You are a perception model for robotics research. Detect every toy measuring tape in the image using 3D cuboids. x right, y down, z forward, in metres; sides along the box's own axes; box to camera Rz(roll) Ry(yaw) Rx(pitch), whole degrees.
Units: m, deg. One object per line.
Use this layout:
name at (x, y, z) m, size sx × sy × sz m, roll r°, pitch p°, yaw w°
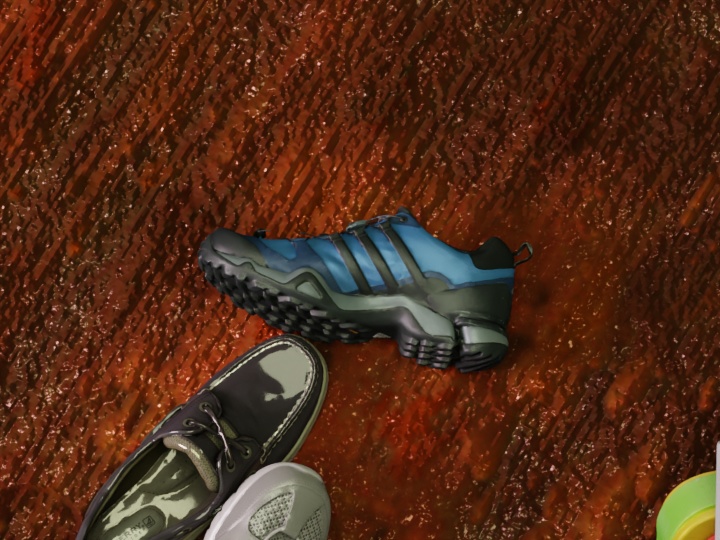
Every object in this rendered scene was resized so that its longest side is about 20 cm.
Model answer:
toy measuring tape at (0.172, 0.163, 1.624) m, size 0.200 × 0.074 × 0.074 m, roll -17°, pitch 79°, yaw 2°

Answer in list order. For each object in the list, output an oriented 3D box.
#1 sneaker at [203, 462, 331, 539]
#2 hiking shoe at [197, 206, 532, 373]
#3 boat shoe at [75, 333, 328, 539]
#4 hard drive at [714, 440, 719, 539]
sneaker at (-0.063, 0.212, 1.661) m, size 0.075 × 0.082 × 0.200 m, roll 24°, pitch 86°, yaw -24°
hiking shoe at (0.000, 0.000, 1.721) m, size 0.200 × 0.074 × 0.087 m, roll 16°, pitch 72°, yaw -6°
boat shoe at (-0.097, 0.116, 1.697) m, size 0.200 × 0.065 × 0.072 m, roll -43°, pitch 82°, yaw -6°
hard drive at (0.261, 0.187, 1.603) m, size 0.132 × 0.026 × 0.200 m, roll -8°, pitch 105°, yaw -29°
